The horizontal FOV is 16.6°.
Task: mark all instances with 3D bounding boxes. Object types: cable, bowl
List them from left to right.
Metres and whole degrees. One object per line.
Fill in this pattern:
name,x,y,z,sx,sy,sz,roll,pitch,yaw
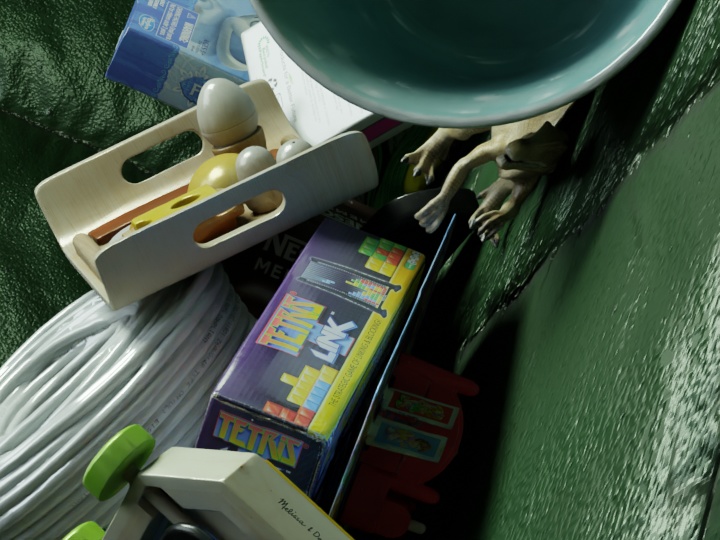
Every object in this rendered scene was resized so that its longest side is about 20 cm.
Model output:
cable,-0.136,0.072,1.239,0.200,0.069,0.200,-29,18,37
bowl,0.051,-0.152,1.033,0.105,0.200,0.201,21,-88,-79

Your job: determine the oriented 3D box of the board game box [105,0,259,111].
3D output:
board game box,-0.048,-0.145,1.575,0.200,0.199,0.043,-80,17,-57

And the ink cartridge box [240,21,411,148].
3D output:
ink cartridge box,0.024,-0.131,1.336,0.200,0.037,0.095,-30,58,31

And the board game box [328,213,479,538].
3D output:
board game box,0.021,0.077,1.048,0.200,0.039,0.158,-63,-7,-54

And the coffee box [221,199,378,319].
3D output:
coffee box,-0.056,0.050,1.400,0.080,0.113,0.200,-92,25,-72

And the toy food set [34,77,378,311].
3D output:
toy food set,-0.085,-0.049,1.248,0.143,0.061,0.200,-26,16,-9

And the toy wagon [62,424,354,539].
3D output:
toy wagon,-0.060,0.155,0.992,0.040,0.155,0.200,-37,-17,-42

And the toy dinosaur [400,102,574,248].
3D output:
toy dinosaur,0.072,-0.066,1.128,0.101,0.058,0.200,-47,17,23

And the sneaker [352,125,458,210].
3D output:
sneaker,-0.004,-0.060,1.452,0.078,0.085,0.200,-75,10,-49

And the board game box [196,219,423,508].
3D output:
board game box,-0.039,0.091,1.130,0.200,0.057,0.166,-59,-12,-64

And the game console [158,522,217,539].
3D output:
game console,-0.066,0.229,0.936,0.200,0.118,0.171,119,170,-45

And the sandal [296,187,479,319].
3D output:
sandal,0.000,0.000,1.283,0.200,0.075,0.045,-49,54,49
